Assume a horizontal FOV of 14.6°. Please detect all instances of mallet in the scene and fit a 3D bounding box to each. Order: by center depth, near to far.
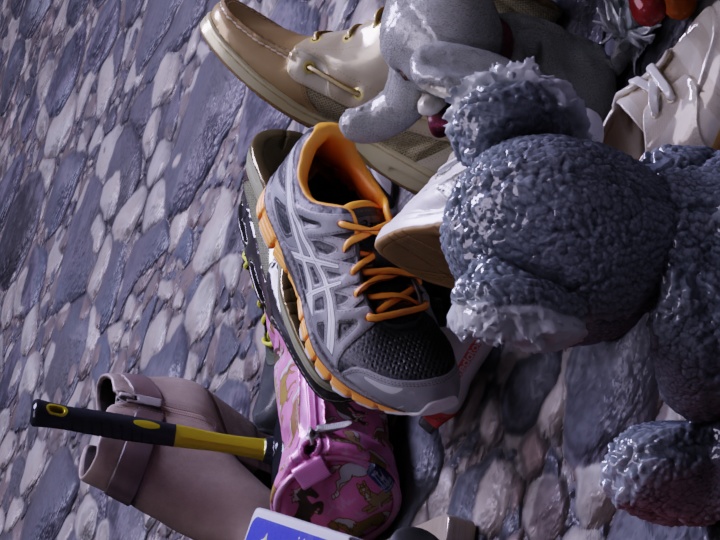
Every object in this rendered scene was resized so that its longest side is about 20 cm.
[{"bbox_3d":[-0.112,0.115,1.807,0.041,0.199,0.066,110,159,-47],"label":"mallet"}]

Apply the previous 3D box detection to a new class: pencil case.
[{"bbox_3d":[-0.020,0.080,1.760,0.200,0.082,0.087,-94,28,-49],"label":"pencil case"}]

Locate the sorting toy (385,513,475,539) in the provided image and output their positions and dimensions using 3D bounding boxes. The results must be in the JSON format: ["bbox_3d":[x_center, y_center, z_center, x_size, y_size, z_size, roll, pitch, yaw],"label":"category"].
[{"bbox_3d":[-0.024,0.249,1.634,0.199,0.069,0.201,-32,43,59],"label":"sorting toy"}]

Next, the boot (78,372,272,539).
[{"bbox_3d":[-0.112,0.149,1.838,0.070,0.146,0.200,-57,24,29],"label":"boot"}]

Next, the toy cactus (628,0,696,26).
[{"bbox_3d":[0.108,-0.189,1.536,0.200,0.164,0.103,54,153,36],"label":"toy cactus"}]

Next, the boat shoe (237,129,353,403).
[{"bbox_3d":[-0.030,0.005,1.703,0.066,0.071,0.201,112,148,-46],"label":"boat shoe"}]

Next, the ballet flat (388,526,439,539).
[{"bbox_3d":[0.047,0.224,1.496,0.068,0.068,0.201,-31,49,44],"label":"ballet flat"}]

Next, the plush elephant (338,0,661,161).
[{"bbox_3d":[0.063,-0.104,1.611,0.200,0.154,0.165,-59,23,28],"label":"plush elephant"}]

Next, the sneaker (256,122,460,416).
[{"bbox_3d":[0.000,0.000,1.616,0.200,0.078,0.077,57,143,31],"label":"sneaker"}]

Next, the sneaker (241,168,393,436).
[{"bbox_3d":[-0.047,0.010,1.889,0.074,0.084,0.201,-6,66,68],"label":"sneaker"}]

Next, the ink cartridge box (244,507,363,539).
[{"bbox_3d":[-0.041,0.237,1.530,0.200,0.047,0.199,6,76,68],"label":"ink cartridge box"}]

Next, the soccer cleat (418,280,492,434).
[{"bbox_3d":[0.034,0.015,1.718,0.085,0.068,0.200,-52,29,20],"label":"soccer cleat"}]

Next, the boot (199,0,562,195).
[{"bbox_3d":[0.012,-0.155,1.756,0.156,0.200,0.073,-60,-11,21],"label":"boot"}]

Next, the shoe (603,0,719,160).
[{"bbox_3d":[0.151,-0.057,1.493,0.201,0.053,0.070,-65,21,14],"label":"shoe"}]

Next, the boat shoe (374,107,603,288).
[{"bbox_3d":[0.076,-0.040,1.509,0.200,0.071,0.070,-21,45,60],"label":"boat shoe"}]

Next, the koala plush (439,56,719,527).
[{"bbox_3d":[0.125,-0.007,1.306,0.184,0.199,0.178,-44,32,49],"label":"koala plush"}]
